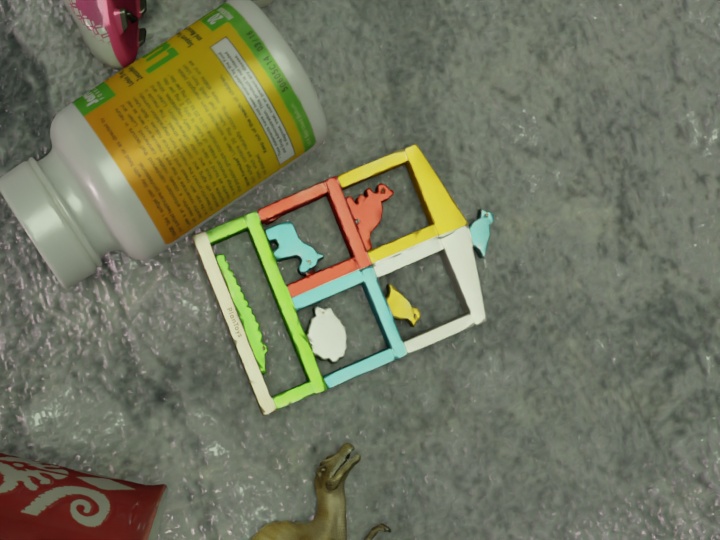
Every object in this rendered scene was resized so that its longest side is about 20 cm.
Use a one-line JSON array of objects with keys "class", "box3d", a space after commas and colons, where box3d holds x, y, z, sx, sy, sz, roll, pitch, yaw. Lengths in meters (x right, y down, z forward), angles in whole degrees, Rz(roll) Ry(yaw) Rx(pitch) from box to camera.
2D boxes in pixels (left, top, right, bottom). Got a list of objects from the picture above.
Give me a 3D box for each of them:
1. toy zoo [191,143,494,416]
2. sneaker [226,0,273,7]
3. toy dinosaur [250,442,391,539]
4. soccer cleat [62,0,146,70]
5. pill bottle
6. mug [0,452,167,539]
[{"class": "toy zoo", "box3d": [0.000, 0.000, 1.024, 0.198, 0.020, 0.133, -23, 89, -9]}, {"class": "sneaker", "box3d": [-0.025, -0.267, 0.995, 0.077, 0.111, 0.200, 42, 82, -2]}, {"class": "toy dinosaur", "box3d": [-0.039, 0.217, 0.995, 0.100, 0.058, 0.201, 31, 74, 11]}, {"class": "soccer cleat", "box3d": [-0.199, -0.225, 0.999, 0.085, 0.070, 0.203, -13, 85, 8]}, {"class": "pill bottle", "box3d": [-0.129, -0.078, 0.967, 0.199, 0.111, 0.112, -35, 91, -9]}, {"class": "mug", "box3d": [-0.228, 0.159, 0.914, 0.197, 0.178, 0.135, 16, 52, -1]}]
